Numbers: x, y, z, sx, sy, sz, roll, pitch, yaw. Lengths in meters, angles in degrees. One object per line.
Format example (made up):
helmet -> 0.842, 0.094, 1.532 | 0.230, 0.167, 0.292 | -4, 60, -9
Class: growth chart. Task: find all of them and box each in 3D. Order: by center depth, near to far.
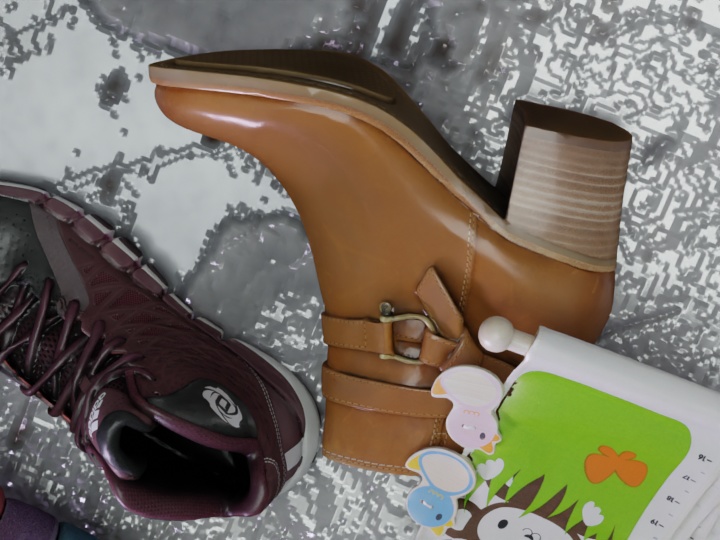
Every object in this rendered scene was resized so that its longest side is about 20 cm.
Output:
growth chart -> 0.084, 0.109, 0.851 | 0.144, 0.018, 0.201 | 13, 125, -1

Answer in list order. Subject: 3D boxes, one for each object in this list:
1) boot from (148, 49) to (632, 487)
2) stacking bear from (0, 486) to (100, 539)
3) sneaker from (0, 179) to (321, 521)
boot -> 0.000, 0.000, 0.848 | 0.199, 0.074, 0.155 | 15, 107, 6
stacking bear -> -0.114, 0.177, 0.883 | 0.200, 0.122, 0.114 | 39, 111, -12
sneaker -> -0.107, 0.033, 0.842 | 0.199, 0.116, 0.076 | 29, 103, -1
